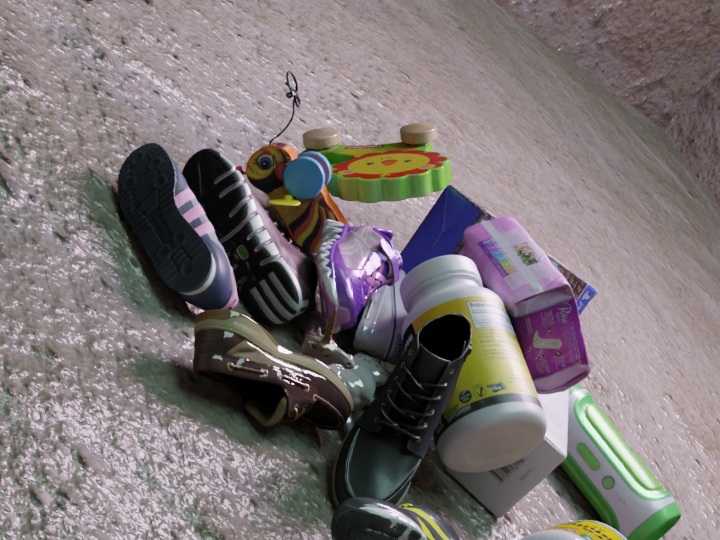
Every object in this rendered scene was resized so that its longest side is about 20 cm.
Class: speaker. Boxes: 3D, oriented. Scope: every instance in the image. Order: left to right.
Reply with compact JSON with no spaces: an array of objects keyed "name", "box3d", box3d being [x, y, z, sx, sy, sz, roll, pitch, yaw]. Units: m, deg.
[{"name":"speaker","box3d":[0.286,0.230,1.902,0.201,0.088,0.088,52,21,21]}]

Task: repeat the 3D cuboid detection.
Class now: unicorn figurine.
[{"name":"unicorn figurine","box3d":[-0.001,0.116,1.589,0.138,0.074,0.200,50,0,5]}]

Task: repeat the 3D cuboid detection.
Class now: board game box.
[{"name":"board game box","box3d":[0.146,0.025,1.893,0.199,0.160,0.097,33,6,-31]}]

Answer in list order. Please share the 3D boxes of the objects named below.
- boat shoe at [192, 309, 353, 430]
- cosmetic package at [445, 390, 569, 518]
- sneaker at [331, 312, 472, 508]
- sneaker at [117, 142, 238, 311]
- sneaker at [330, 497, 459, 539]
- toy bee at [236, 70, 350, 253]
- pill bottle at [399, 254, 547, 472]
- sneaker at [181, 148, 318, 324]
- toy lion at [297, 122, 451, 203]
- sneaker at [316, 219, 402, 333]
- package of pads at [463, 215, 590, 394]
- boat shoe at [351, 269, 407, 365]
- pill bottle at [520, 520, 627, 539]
[{"name":"boat shoe","box3d":[-0.081,0.108,1.460,0.200,0.072,0.073,41,47,-43]},{"name":"cosmetic package","box3d":[0.162,0.165,1.751,0.085,0.108,0.200,42,21,-6]},{"name":"sneaker","box3d":[0.036,0.128,1.464,0.074,0.107,0.201,25,55,5]},{"name":"sneaker","box3d":[-0.176,-0.036,1.562,0.082,0.070,0.201,47,13,-51]},{"name":"sneaker","box3d":[0.033,0.239,1.414,0.200,0.074,0.085,39,12,-43]},{"name":"toy bee","box3d":[-0.087,-0.104,1.835,0.131,0.108,0.202,30,42,-72]},{"name":"pill bottle","box3d":[0.105,0.090,1.620,0.112,0.112,0.202,23,40,-46]},{"name":"sneaker","box3d":[-0.108,-0.031,1.674,0.201,0.075,0.115,61,18,14]},{"name":"toy lion","box3d":[0.012,-0.119,1.914,0.192,0.198,0.069,-56,143,-67]},{"name":"sneaker","box3d":[0.000,0.000,1.698,0.087,0.081,0.201,-1,23,3]},{"name":"package of pads","box3d":[0.173,0.035,1.735,0.200,0.075,0.122,-121,-167,-62]},{"name":"boat shoe","box3d":[0.014,0.040,1.763,0.065,0.074,0.200,14,13,-8]},{"name":"pill bottle","box3d":[0.189,0.294,1.504,0.113,0.113,0.200,50,14,17]}]
